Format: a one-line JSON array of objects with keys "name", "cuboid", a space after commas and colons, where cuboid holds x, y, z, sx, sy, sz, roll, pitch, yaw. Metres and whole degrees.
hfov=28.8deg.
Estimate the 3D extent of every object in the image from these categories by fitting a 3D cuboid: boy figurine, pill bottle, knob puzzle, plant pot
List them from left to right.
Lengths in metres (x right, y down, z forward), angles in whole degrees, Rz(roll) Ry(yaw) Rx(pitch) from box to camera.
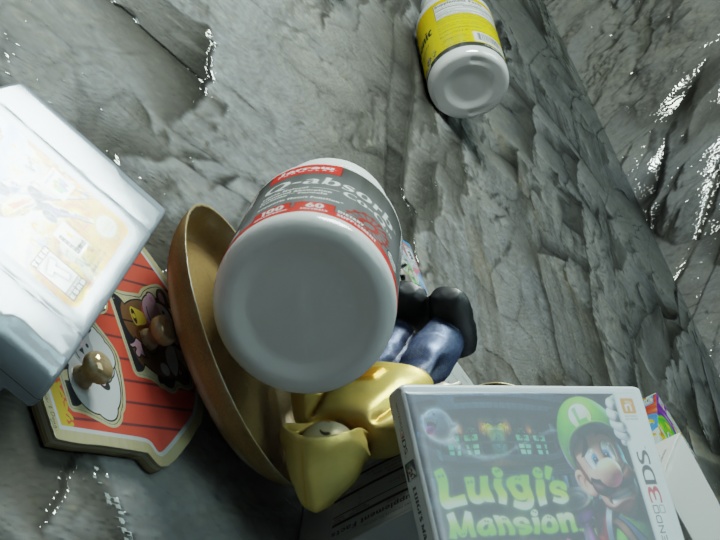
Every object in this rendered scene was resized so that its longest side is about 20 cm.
[{"name": "knob puzzle", "cuboid": [-0.146, 0.026, 0.855, 0.220, 0.030, 0.221, 50, 21, -28]}, {"name": "plant pot", "cuboid": [-0.081, 0.053, 0.938, 0.200, 0.027, 0.202, -22, 91, -79]}, {"name": "pill bottle", "cuboid": [-0.029, -0.007, 0.936, 0.116, 0.115, 0.200, 56, 12, -13]}, {"name": "boy figurine", "cuboid": [0.002, 0.084, 0.943, 0.200, 0.123, 0.065, -43, 134, -46]}, {"name": "pill bottle", "cuboid": [0.134, -0.309, 1.911, 0.111, 0.111, 0.201, 45, 25, -36]}]

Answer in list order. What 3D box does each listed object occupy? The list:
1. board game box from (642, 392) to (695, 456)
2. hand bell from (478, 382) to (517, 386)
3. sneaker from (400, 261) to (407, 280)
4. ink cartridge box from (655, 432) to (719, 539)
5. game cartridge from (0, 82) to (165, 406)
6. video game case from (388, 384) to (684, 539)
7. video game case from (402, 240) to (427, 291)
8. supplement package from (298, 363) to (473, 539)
[{"name": "board game box", "cuboid": [0.330, 0.248, 1.635, 0.105, 0.102, 0.200, 56, 20, -13]}, {"name": "hand bell", "cuboid": [0.139, 0.164, 1.337, 0.105, 0.103, 0.200, 64, 6, 11]}, {"name": "sneaker", "cuboid": [0.000, 0.000, 1.179, 0.201, 0.081, 0.075, 53, 20, -20]}, {"name": "ink cartridge box", "cuboid": [0.204, 0.257, 1.155, 0.148, 0.199, 0.146, 60, 21, 1]}, {"name": "game cartridge", "cuboid": [-0.188, -0.026, 0.761, 0.133, 0.041, 0.201, 45, 27, -15]}, {"name": "video game case", "cuboid": [0.123, 0.160, 0.893, 0.198, 0.023, 0.184, 3, 60, -29]}, {"name": "video game case", "cuboid": [0.041, 0.043, 1.320, 0.143, 0.018, 0.202, 30, 36, -57]}, {"name": "supplement package", "cuboid": [0.036, 0.160, 1.003, 0.114, 0.109, 0.201, 52, 21, -23]}]
